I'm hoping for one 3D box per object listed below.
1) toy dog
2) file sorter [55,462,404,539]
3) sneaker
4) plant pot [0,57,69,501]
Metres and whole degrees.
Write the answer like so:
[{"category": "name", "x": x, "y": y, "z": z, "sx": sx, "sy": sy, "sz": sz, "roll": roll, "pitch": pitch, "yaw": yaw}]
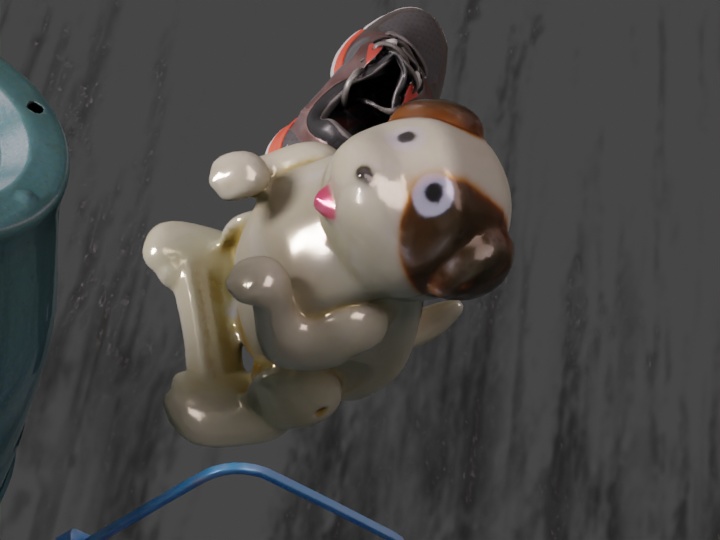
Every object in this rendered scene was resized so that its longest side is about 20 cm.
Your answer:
[{"category": "toy dog", "x": 0.000, "y": 0.000, "z": 1.027, "sx": 0.193, "sy": 0.200, "sz": 0.140, "roll": 16, "pitch": 52, "yaw": -26}, {"category": "file sorter", "x": -0.050, "y": 0.208, "z": 0.873, "sx": 0.138, "sy": 0.122, "sz": 0.201, "roll": 32, "pitch": 40, "yaw": -37}, {"category": "sneaker", "x": 0.017, "y": -0.110, "z": 1.200, "sx": 0.077, "sy": 0.082, "sz": 0.200, "roll": 39, "pitch": 45, "yaw": -7}, {"category": "plant pot", "x": -0.218, "y": 0.001, "z": 0.849, "sx": 0.199, "sy": 0.188, "sz": 0.201, "roll": 20, "pitch": 39, "yaw": -17}]
